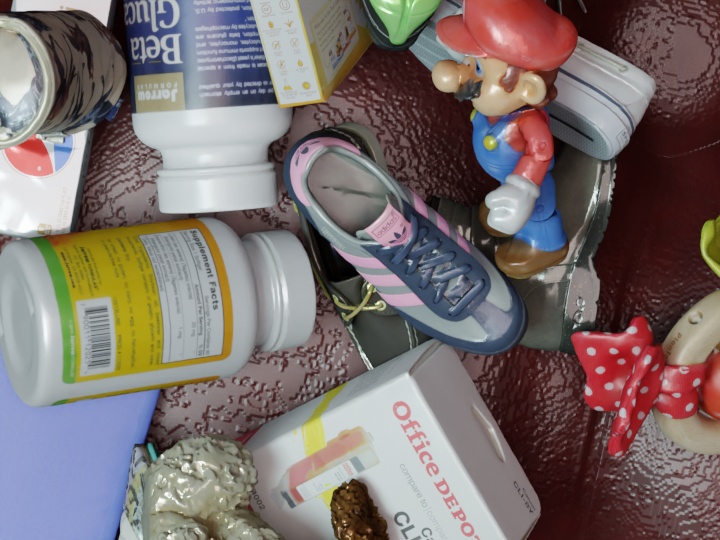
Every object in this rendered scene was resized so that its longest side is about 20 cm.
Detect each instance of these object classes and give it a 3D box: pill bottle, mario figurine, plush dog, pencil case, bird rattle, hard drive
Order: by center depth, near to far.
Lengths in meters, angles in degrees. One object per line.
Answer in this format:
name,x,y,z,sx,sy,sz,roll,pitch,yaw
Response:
pencil case,-0.204,-0.117,1.265,0.077,0.200,0.090,5,98,6
plush dog,-0.056,0.222,1.308,0.171,0.161,0.201,4,111,-17
mario figurine,0.081,-0.096,1.320,0.106,0.123,0.201,-35,132,-33
pill bottle,-0.136,0.024,1.370,0.199,0.111,0.112,-8,95,-25
pill bottle,-0.103,-0.142,1.378,0.110,0.111,0.201,-4,94,-4
hard drive,-0.222,0.130,1.413,0.131,0.025,0.201,18,84,-10
bird rattle,0.250,0.066,1.416,0.200,0.112,0.163,-49,129,-12

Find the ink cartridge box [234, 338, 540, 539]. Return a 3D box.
ink cartridge box,0.000,0.157,1.386,0.199,0.083,0.146,-29,95,23

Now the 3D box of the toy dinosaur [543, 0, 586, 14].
toy dinosaur,0.164,-0.280,1.405,0.181,0.105,0.201,13,80,-25

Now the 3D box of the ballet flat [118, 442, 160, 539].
ballet flat,-0.132,0.218,1.412,0.072,0.072,0.201,-25,107,-2

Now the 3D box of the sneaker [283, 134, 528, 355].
sneaker,0.028,-0.013,1.335,0.200,0.082,0.070,38,89,-1

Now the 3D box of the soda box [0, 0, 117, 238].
soda box,-0.214,-0.122,1.396,0.068,0.064,0.201,10,93,-4

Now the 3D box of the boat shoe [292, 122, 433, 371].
boat shoe,0.000,0.000,1.410,0.071,0.060,0.202,-18,91,34

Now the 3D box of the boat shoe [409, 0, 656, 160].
boat shoe,0.111,-0.149,1.403,0.200,0.074,0.067,35,69,16

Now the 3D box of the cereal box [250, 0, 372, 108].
cereal box,-0.041,-0.226,1.335,0.039,0.144,0.201,-6,114,22

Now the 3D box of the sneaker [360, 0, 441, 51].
sneaker,0.023,-0.232,1.373,0.076,0.084,0.201,11,55,-5

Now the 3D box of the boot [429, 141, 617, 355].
boot,0.108,-0.040,1.428,0.130,0.068,0.201,8,92,1
